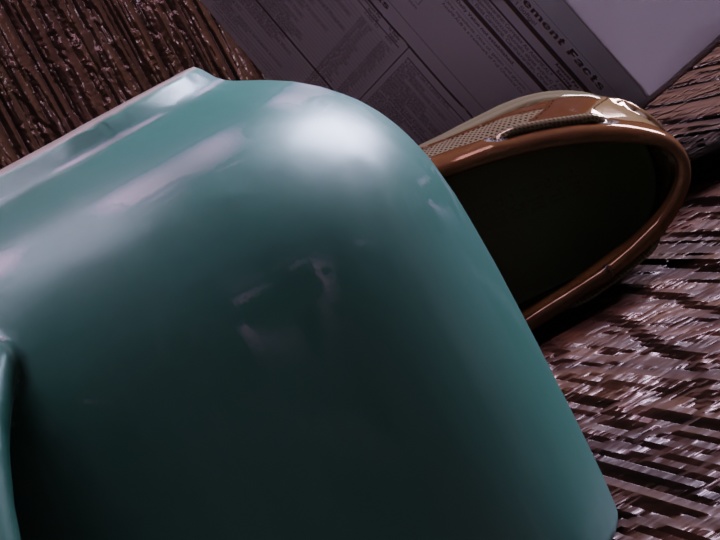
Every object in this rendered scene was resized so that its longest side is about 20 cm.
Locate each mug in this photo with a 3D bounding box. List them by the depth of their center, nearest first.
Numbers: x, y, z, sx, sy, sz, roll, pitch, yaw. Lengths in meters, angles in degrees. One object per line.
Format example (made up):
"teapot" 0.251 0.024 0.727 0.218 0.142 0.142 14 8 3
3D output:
"mug" -0.038 0.030 0.538 0.152 0.115 0.185 -29 5 -17

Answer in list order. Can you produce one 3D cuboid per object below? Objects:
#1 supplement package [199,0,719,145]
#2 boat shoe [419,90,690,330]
"supplement package" 0.064 -0.125 1.068 0.152 0.151 0.200 -41 -1 -26
"boat shoe" 0.007 0.002 0.828 0.200 0.076 0.074 -30 8 -15
